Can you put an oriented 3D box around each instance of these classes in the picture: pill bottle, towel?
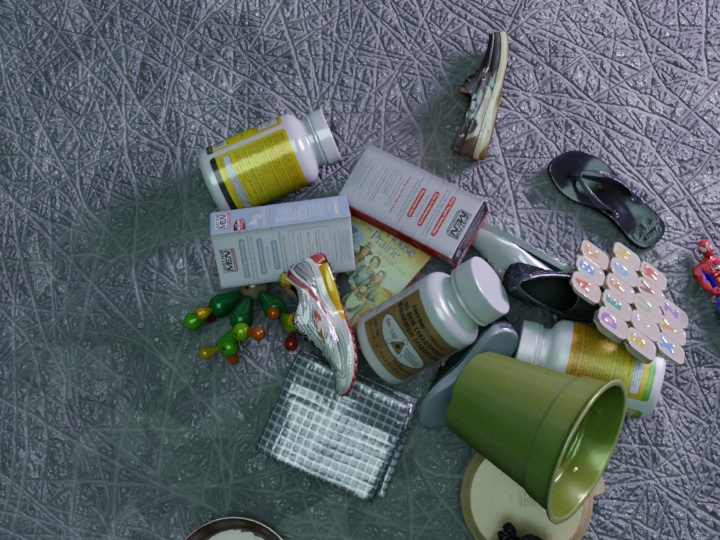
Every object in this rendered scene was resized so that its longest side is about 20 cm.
[{"bbox_3d":[-0.135,-0.166,1.429,0.199,0.112,0.113,-23,80,1],"label":"pill bottle"},{"bbox_3d":[0.102,0.068,1.327,0.199,0.114,0.115,-33,78,26],"label":"pill bottle"},{"bbox_3d":[-0.032,0.226,1.372,0.199,0.086,0.167,22,84,8],"label":"towel"},{"bbox_3d":[0.320,0.134,1.342,0.199,0.111,0.112,14,82,7],"label":"pill bottle"}]

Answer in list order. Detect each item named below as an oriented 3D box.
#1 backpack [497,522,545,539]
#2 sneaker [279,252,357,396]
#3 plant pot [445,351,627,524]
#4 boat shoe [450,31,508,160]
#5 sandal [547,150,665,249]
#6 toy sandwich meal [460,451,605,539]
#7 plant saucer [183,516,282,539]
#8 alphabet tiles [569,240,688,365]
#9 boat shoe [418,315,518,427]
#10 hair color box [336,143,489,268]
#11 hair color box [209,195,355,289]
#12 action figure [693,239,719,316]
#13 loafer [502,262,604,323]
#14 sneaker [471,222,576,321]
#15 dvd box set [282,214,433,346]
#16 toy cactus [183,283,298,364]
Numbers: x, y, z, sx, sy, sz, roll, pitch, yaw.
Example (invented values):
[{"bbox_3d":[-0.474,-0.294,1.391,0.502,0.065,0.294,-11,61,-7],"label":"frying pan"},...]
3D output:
[{"bbox_3d":[0.189,0.452,1.258,0.126,0.200,0.167,28,54,-5],"label":"backpack"},{"bbox_3d":[-0.057,0.081,1.324,0.082,0.078,0.201,-18,79,-7],"label":"sneaker"},{"bbox_3d":[0.221,0.198,1.254,0.189,0.200,0.201,26,83,32],"label":"plant pot"},{"bbox_3d":[0.182,-0.271,1.438,0.064,0.073,0.202,11,82,1],"label":"boat shoe"},{"bbox_3d":[0.371,-0.114,1.411,0.200,0.043,0.076,37,86,9],"label":"sandal"},{"bbox_3d":[0.240,0.317,1.346,0.203,0.070,0.207,-1,82,8],"label":"toy sandwich meal"},{"bbox_3d":[-0.183,0.460,1.374,0.199,0.034,0.202,-1,81,4],"label":"plant saucer"},{"bbox_3d":[0.381,0.042,1.325,0.195,0.015,0.200,35,41,-4],"label":"alphabet tiles"},{"bbox_3d":[0.147,0.141,1.372,0.073,0.068,0.200,21,115,-26],"label":"boat shoe"},{"bbox_3d":[0.076,-0.095,1.381,0.199,0.061,0.102,29,83,21],"label":"hair color box"},{"bbox_3d":[-0.111,-0.041,1.366,0.198,0.100,0.061,-8,37,-3],"label":"hair color box"},{"bbox_3d":[0.535,0.043,1.348,0.065,0.099,0.201,-21,77,0],"label":"action figure"},{"bbox_3d":[0.296,0.038,1.328,0.199,0.070,0.069,15,101,-12],"label":"loafer"},{"bbox_3d":[0.229,-0.005,1.395,0.199,0.076,0.081,31,94,10],"label":"sneaker"},{"bbox_3d":[0.000,0.000,1.432,0.146,0.029,0.200,41,87,10],"label":"dvd box set"},{"bbox_3d":[-0.162,0.058,1.407,0.199,0.102,0.166,-5,55,33],"label":"toy cactus"}]
